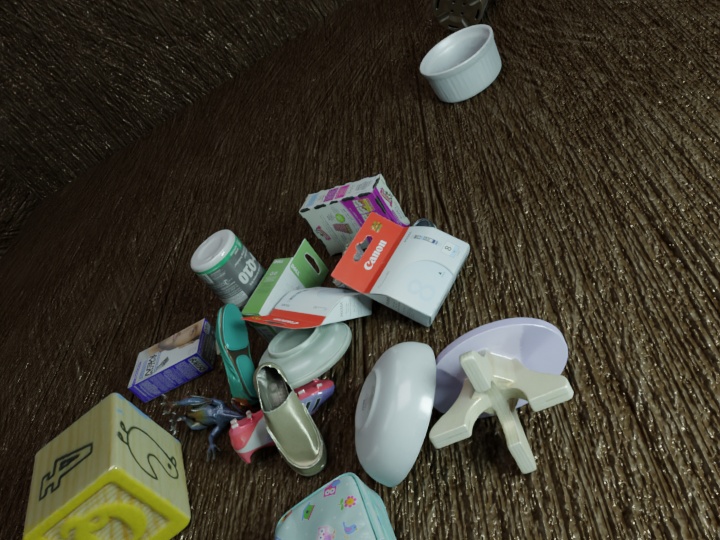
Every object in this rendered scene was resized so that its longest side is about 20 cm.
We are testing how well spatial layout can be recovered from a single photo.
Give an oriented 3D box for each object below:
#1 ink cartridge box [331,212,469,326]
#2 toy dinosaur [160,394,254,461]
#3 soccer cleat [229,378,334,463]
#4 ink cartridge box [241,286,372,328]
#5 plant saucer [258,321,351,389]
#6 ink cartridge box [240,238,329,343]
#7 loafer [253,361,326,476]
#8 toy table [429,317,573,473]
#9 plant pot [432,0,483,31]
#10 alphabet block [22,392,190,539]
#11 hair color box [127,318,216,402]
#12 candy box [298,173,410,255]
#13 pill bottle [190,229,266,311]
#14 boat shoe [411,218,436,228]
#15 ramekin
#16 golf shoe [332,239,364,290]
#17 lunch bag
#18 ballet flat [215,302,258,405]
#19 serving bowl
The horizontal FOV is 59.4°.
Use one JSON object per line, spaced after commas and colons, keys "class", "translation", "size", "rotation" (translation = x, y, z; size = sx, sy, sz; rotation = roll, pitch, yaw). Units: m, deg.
{"class": "ink cartridge box", "translation": [0.070, -0.017, 1.108], "size": [0.198, 0.048, 0.161], "rotation": [27, 63, 13]}
{"class": "toy dinosaur", "translation": [-0.281, 0.256, 1.193], "size": [0.178, 0.107, 0.201], "rotation": [-8, 21, 4]}
{"class": "soccer cleat", "translation": [-0.128, 0.252, 1.079], "size": [0.197, 0.078, 0.067], "rotation": [-26, 10, -12]}
{"class": "ink cartridge box", "translation": [-0.100, 0.066, 1.171], "size": [0.198, 0.048, 0.158], "rotation": [-5, 7, -45]}
{"class": "plant saucer", "translation": [-0.113, 0.140, 1.155], "size": [0.197, 0.051, 0.201], "rotation": [-24, 22, 10]}
{"class": "ink cartridge box", "translation": [-0.151, 0.044, 1.301], "size": [0.059, 0.104, 0.202], "rotation": [-4, 47, 40]}
{"class": "loafer", "translation": [-0.121, 0.233, 1.005], "size": [0.075, 0.068, 0.201], "rotation": [-32, 68, -7]}
{"class": "toy table", "translation": [0.176, 0.153, 0.811], "size": [0.199, 0.184, 0.118], "rotation": [-38, 15, 20]}
{"class": "plant pot", "translation": [0.302, -0.825, 1.843], "size": [0.198, 0.200, 0.201], "rotation": [-9, 50, 36]}
{"class": "alphabet block", "translation": [-0.434, 0.376, 1.094], "size": [0.196, 0.196, 0.200], "rotation": [-39, 34, 1]}
{"class": "hair color box", "translation": [-0.413, 0.200, 1.402], "size": [0.197, 0.065, 0.110], "rotation": [-26, 34, 15]}
{"class": "candy box", "translation": [-0.013, -0.113, 1.328], "size": [0.197, 0.137, 0.062], "rotation": [-10, 40, 35]}
{"class": "pill bottle", "translation": [-0.257, 0.022, 1.340], "size": [0.112, 0.201, 0.114], "rotation": [-24, 35, 19]}
{"class": "boat shoe", "translation": [0.092, -0.033, 1.199], "size": [0.074, 0.062, 0.202], "rotation": [-6, 45, 42]}
{"class": "ramekin", "translation": [0.257, -0.516, 1.588], "size": [0.198, 0.098, 0.202], "rotation": [-24, 36, 19]}
{"class": "golf shoe", "translation": [0.000, 0.000, 1.254], "size": [0.200, 0.096, 0.079], "rotation": [-84, 16, -72]}
{"class": "lunch bag", "translation": [-0.022, 0.373, 0.809], "size": [0.159, 0.077, 0.201], "rotation": [-35, 33, 3]}
{"class": "ballet flat", "translation": [-0.245, 0.165, 1.209], "size": [0.070, 0.067, 0.203], "rotation": [-33, 70, 34]}
{"class": "serving bowl", "translation": [0.036, 0.191, 0.883], "size": [0.200, 0.065, 0.204], "rotation": [-162, 89, -81]}
